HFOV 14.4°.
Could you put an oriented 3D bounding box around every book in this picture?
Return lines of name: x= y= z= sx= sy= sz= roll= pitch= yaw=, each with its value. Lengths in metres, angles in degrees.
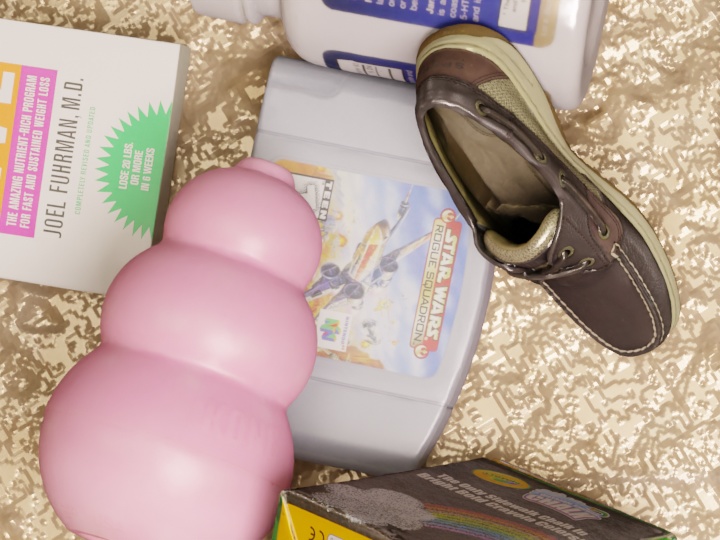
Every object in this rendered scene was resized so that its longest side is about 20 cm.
book: x=-0.196 y=-0.064 z=1.474 sx=0.199 sy=0.048 sz=0.134 roll=8 pitch=90 yaw=6

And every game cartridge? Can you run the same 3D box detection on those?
game cartridge: x=0.000 y=0.000 z=1.444 sx=0.133 sy=0.042 sz=0.201 roll=10 pitch=87 yaw=13

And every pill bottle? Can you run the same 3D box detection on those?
pill bottle: x=0.022 y=-0.154 z=1.410 sx=0.199 sy=0.120 sz=0.120 roll=11 pitch=87 yaw=8

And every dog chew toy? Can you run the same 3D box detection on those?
dog chew toy: x=-0.077 y=0.042 z=1.377 sx=0.124 sy=0.125 sz=0.200 roll=18 pitch=80 yaw=9

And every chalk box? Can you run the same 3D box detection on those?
chalk box: x=0.060 y=0.168 z=1.345 sx=0.124 sy=0.200 sz=0.124 roll=21 pitch=106 yaw=40

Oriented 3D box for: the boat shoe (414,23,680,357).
boat shoe: x=0.083 y=-0.025 z=1.378 sx=0.073 sy=0.065 sz=0.200 roll=-21 pitch=119 yaw=38
